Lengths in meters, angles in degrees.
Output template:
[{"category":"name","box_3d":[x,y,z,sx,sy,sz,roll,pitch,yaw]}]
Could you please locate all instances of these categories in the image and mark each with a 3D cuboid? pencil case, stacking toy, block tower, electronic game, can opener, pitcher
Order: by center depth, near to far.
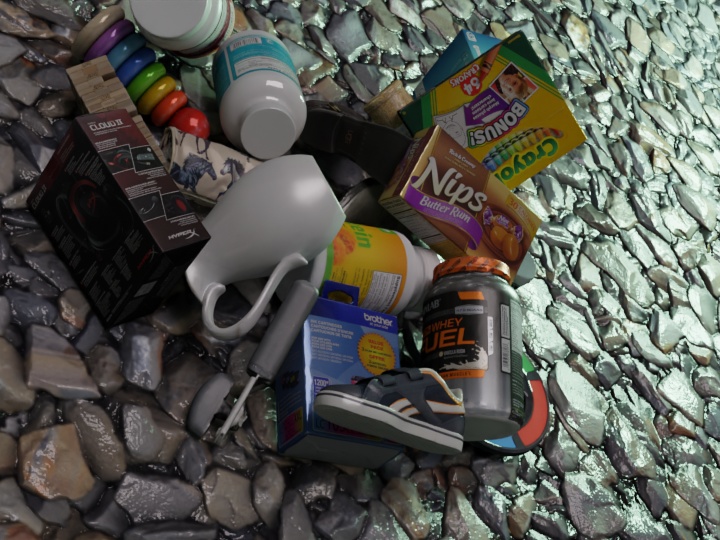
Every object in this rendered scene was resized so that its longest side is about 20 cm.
[{"category":"can opener","box_3d":[-0.118,0.094,1.381,0.066,0.053,0.201,28,75,-1]},{"category":"pitcher","box_3d":[-0.110,-0.026,1.430,0.172,0.199,0.121,60,0,31]},{"category":"block tower","box_3d":[-0.281,-0.163,1.496,0.057,0.054,0.201,-23,57,-13]},{"category":"pencil case","box_3d":[-0.158,-0.101,1.562,0.198,0.078,0.090,20,66,-25]},{"category":"stacking toy","box_3d":[-0.263,-0.232,1.596,0.200,0.085,0.085,46,40,-5]},{"category":"electronic game","box_3d":[0.161,0.146,1.636,0.198,0.042,0.202,22,44,-23]}]

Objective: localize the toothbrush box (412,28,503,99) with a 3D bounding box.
[{"category":"toothbrush box","box_3d":[0.169,-0.228,1.886,0.085,0.147,0.202,8,50,-32]}]

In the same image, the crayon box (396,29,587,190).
[{"category":"crayon box","box_3d":[0.178,-0.197,1.737,0.173,0.199,0.058,56,3,-7]}]

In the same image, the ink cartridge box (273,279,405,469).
[{"category":"ink cartridge box","box_3d":[-0.026,0.113,1.463,0.135,0.076,0.202,14,56,-30]}]

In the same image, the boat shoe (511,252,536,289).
[{"category":"boat shoe","box_3d":[0.135,-0.026,1.720,0.199,0.091,0.071,35,45,-17]}]

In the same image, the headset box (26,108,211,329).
[{"category":"headset box","box_3d":[-0.270,-0.065,1.385,0.075,0.149,0.201,-20,69,-47]}]

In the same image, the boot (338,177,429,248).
[{"category":"boot","box_3d":[0.036,-0.059,1.698,0.131,0.068,0.200,52,41,3]}]

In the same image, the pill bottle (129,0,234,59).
[{"category":"pill bottle","box_3d":[-0.225,-0.331,1.610,0.114,0.114,0.200,41,4,-2]}]

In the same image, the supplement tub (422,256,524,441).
[{"category":"supplement tub","box_3d":[0.133,0.093,1.529,0.121,0.122,0.202,14,64,-29]}]

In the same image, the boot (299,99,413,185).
[{"category":"boot","box_3d":[0.002,-0.183,1.720,0.198,0.070,0.174,25,13,-3]}]

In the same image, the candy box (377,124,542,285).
[{"category":"candy box","box_3d":[0.129,-0.076,1.630,0.200,0.056,0.117,40,64,-22]}]

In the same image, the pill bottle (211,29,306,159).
[{"category":"pill bottle","box_3d":[-0.128,-0.219,1.624,0.110,0.111,0.201,21,27,-23]}]

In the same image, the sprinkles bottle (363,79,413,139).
[{"category":"sprinkles bottle","box_3d":[0.088,-0.170,1.800,0.201,0.068,0.068,52,39,-8]}]

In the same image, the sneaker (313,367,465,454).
[{"category":"sneaker","box_3d":[0.033,0.140,1.386,0.199,0.078,0.080,23,69,-37]}]

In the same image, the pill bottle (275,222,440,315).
[{"category":"pill bottle","box_3d":[0.000,0.000,1.577,0.198,0.111,0.112,8,51,-34]}]
